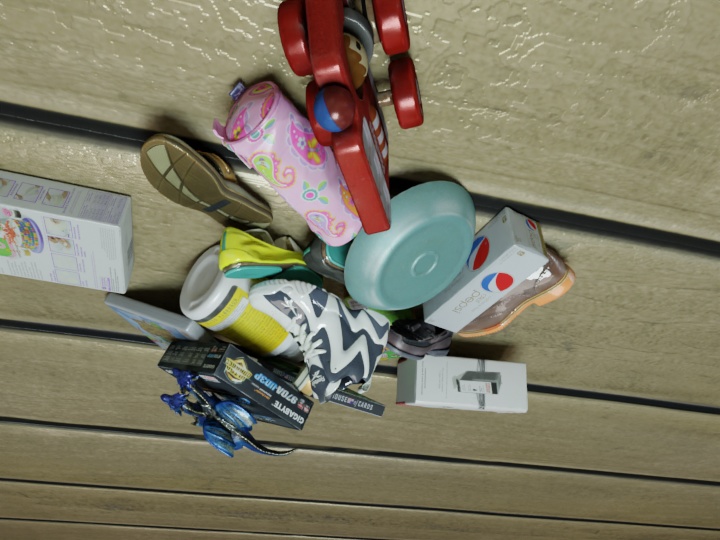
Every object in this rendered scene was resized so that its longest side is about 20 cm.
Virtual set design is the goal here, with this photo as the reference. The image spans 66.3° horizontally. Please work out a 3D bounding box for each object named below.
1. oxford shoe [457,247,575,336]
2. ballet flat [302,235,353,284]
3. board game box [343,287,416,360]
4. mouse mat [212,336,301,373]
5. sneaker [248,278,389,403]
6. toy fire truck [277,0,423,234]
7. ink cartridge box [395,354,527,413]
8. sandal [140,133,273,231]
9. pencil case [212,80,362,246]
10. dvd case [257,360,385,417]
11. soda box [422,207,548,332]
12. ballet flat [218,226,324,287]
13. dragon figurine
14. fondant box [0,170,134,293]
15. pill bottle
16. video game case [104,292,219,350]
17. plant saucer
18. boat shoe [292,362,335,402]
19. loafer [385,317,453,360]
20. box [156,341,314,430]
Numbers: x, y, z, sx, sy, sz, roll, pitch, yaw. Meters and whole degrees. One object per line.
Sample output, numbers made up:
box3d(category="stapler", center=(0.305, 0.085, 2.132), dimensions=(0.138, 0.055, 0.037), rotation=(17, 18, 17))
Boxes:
box3d(category="oxford shoe", center=(0.212, 0.031, 0.820), dimensions=(0.199, 0.072, 0.073), rotation=(-36, 113, 28))
box3d(category="ballet flat", center=(0.000, 0.000, 0.769), dimensions=(0.068, 0.069, 0.199), rotation=(-16, 146, 42))
box3d(category="board game box", center=(0.045, 0.087, 0.909), dimensions=(0.094, 0.030, 0.201), rotation=(-10, 138, 12))
box3d(category="mouse mat", center=(-0.141, 0.145, 0.891), dimensions=(0.159, 0.008, 0.200), rotation=(17, 169, 23))
box3d(category="sneaker", center=(-0.061, 0.099, 0.714), dimensions=(0.197, 0.131, 0.079), rotation=(24, 150, -21))
box3d(category="toy fire truck", center=(-0.005, -0.154, 0.491), dimensions=(0.110, 0.170, 0.201), rotation=(-9, 141, 11))
box3d(category="ink cartridge box", center=(0.174, 0.202, 0.974), dimensions=(0.196, 0.084, 0.147), rotation=(6, 165, -9))
box3d(category="sandal", center=(-0.177, -0.105, 0.652), dimensions=(0.079, 0.055, 0.199), rotation=(-15, 154, 26))
box3d(category="pencil case", center=(-0.067, -0.112, 0.607), dimensions=(0.086, 0.089, 0.200), rotation=(-21, 140, 24))
box3d(category="dvd case", center=(-0.072, 0.196, 0.943), dimensions=(0.149, 0.025, 0.199), rotation=(27, 170, -36))
box3d(category="soda box", center=(0.167, 0.006, 0.774), dimensions=(0.063, 0.069, 0.200), rotation=(19, 138, -22))
box3d(category="ballet flat", center=(-0.113, -0.017, 0.735), dimensions=(0.066, 0.068, 0.199), rotation=(-23, 161, 25))
box3d(category="dragon figurine", center=(-0.174, 0.203, 0.723), dimensions=(0.199, 0.059, 0.099), rotation=(37, 162, -3))
box3d(category="fondant box", center=(-0.402, -0.048, 0.711), dimensions=(0.197, 0.059, 0.145), rotation=(10, 140, -14))
box3d(category="pill bottle", center=(-0.150, 0.058, 0.801), dimensions=(0.110, 0.113, 0.199), rotation=(-27, 134, 29))
box3d(category="video game case", center=(-0.283, 0.110, 0.869), dimensions=(0.197, 0.022, 0.183), rotation=(12, 150, 32))
box3d(category="plant saucer", center=(0.074, -0.017, 0.698), dimensions=(0.197, 0.036, 0.202), rotation=(-22, 139, -20))
box3d(category="boat shoe", center=(-0.041, 0.133, 0.838), dimensions=(0.062, 0.200, 0.075), rotation=(36, 114, -1))
box3d(category="loafer", center=(0.093, 0.093, 0.846), dimensions=(0.199, 0.071, 0.064), rotation=(13, 108, -60))
box3d(category="box", center=(-0.182, 0.162, 0.790), dimensions=(0.198, 0.046, 0.159), rotation=(-6, 139, 49))
